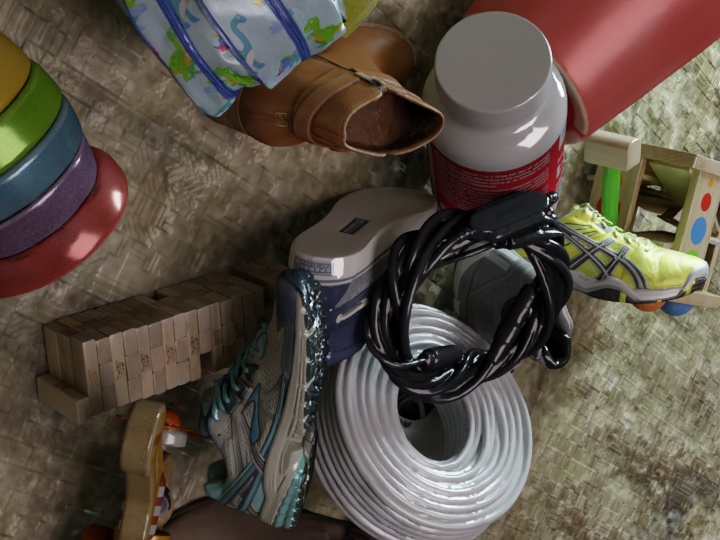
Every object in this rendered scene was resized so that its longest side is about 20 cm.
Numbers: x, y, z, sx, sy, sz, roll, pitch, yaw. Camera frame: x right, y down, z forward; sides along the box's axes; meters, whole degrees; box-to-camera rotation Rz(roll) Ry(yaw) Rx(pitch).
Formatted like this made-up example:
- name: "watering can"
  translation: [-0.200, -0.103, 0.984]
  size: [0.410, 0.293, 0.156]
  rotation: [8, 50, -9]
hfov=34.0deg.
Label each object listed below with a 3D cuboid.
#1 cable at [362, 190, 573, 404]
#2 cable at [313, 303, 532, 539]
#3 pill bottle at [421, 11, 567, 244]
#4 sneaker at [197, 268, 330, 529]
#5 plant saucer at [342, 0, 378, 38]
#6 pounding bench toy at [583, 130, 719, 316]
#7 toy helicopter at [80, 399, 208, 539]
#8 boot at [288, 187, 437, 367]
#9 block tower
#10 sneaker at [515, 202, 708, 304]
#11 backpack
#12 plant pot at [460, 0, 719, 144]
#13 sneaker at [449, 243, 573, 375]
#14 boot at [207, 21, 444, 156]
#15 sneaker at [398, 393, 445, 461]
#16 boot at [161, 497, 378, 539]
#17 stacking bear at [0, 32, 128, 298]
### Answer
- name: "cable"
  translation: [0.081, 0.026, 0.909]
  size: [0.199, 0.051, 0.165]
  rotation: [-24, 131, -29]
- name: "cable"
  translation: [0.048, 0.126, 0.958]
  size: [0.199, 0.069, 0.201]
  rotation: [-28, 84, -42]
- name: "pill bottle"
  translation: [0.105, -0.109, 0.922]
  size: [0.113, 0.112, 0.200]
  rotation: [-55, 161, -16]
- name: "sneaker"
  translation: [-0.071, 0.091, 0.816]
  size: [0.078, 0.085, 0.202]
  rotation: [-72, 172, -65]
- name: "plant saucer"
  translation: [0.002, -0.303, 0.816]
  size: [0.201, 0.047, 0.201]
  rotation: [56, 49, -40]
- name: "pounding bench toy"
  translation: [0.268, -0.044, 1.150]
  size: [0.199, 0.124, 0.158]
  rotation: [8, 98, -46]
- name: "toy helicopter"
  translation: [-0.142, 0.139, 0.798]
  size: [0.201, 0.078, 0.133]
  rotation: [104, 0, -55]
- name: "boot"
  translation: [0.000, 0.000, 0.915]
  size: [0.200, 0.072, 0.091]
  rotation: [-33, 133, -56]
- name: "block tower"
  translation: [-0.129, 0.044, 0.834]
  size: [0.199, 0.054, 0.058]
  rotation: [-20, 117, -40]
- name: "sneaker"
  translation: [0.214, -0.018, 1.062]
  size: [0.075, 0.198, 0.077]
  rotation: [-45, 142, -74]
- name: "backpack"
  translation: [-0.086, -0.180, 0.695]
  size: [0.154, 0.199, 0.164]
  rotation: [-42, 131, -15]
- name: "plant pot"
  translation: [0.190, -0.215, 0.980]
  size: [0.177, 0.200, 0.201]
  rotation: [-46, 132, -13]
- name: "sneaker"
  translation: [0.133, 0.073, 1.042]
  size: [0.075, 0.115, 0.202]
  rotation: [-29, 135, -30]
- name: "boot"
  translation: [0.005, -0.123, 0.837]
  size: [0.199, 0.154, 0.074]
  rotation: [-25, 120, -37]
- name: "sneaker"
  translation: [0.078, 0.149, 1.063]
  size: [0.199, 0.076, 0.082]
  rotation: [5, 93, -44]
- name: "boot"
  translation: [-0.061, 0.229, 0.898]
  size: [0.199, 0.145, 0.071]
  rotation: [-10, 113, -42]
- name: "stacking bear"
  translation: [-0.228, -0.092, 0.655]
  size: [0.122, 0.113, 0.201]
  rotation: [-49, 128, -22]
